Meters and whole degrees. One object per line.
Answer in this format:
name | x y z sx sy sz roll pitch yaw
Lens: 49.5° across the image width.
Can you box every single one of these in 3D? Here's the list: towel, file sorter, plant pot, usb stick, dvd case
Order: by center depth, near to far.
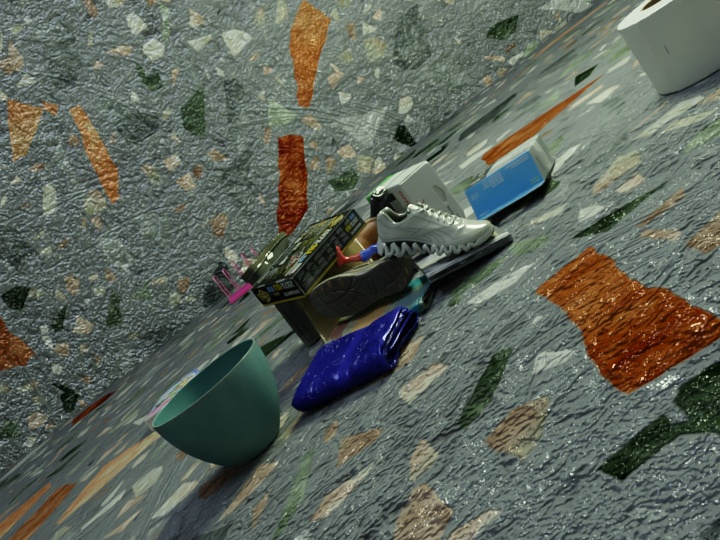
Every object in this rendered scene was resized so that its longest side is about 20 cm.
towel | -0.012 0.131 1.186 0.199 0.050 0.148 -32 11 33
plant pot | -0.201 0.221 1.207 0.199 0.135 0.200 -37 11 8
towel | 0.038 0.065 1.311 0.199 0.022 0.147 -25 14 25
dvd case | 0.166 -0.036 1.319 0.148 0.016 0.200 -28 11 1
usb stick | 0.039 -0.080 1.618 0.032 0.202 0.056 16 42 20
file sorter | -0.469 0.013 3.074 0.199 0.126 0.139 -39 10 -3

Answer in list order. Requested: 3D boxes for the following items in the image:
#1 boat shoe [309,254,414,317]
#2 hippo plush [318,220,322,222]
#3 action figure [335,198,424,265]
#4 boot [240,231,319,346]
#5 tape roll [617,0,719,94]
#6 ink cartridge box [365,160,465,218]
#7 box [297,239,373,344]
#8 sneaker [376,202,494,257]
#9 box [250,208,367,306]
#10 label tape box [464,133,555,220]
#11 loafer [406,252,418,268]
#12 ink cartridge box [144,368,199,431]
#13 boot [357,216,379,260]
boat shoe | 0.007 0.027 1.351 0.198 0.075 0.073 -18 7 21
hippo plush | -0.060 0.005 1.759 0.161 0.158 0.201 -52 46 27
action figure | 0.053 -0.069 1.377 0.197 0.100 0.065 -7 4 -1
boot | -0.134 0.035 1.596 0.073 0.199 0.182 -45 8 43
tape roll | 0.560 -0.417 1.325 0.202 0.140 0.203 -36 10 7
ink cartridge box | 0.112 -0.134 1.630 0.083 0.147 0.200 -41 9 -17
box | -0.040 0.032 1.477 0.163 0.021 0.200 -39 47 3
sneaker | 0.116 -0.069 1.264 0.198 0.082 0.075 -3 19 20
box | -0.098 -0.024 1.464 0.159 0.049 0.200 -13 32 52
label tape box | 0.268 -0.167 1.423 0.143 0.066 0.200 -32 5 29
loafer | 0.090 -0.056 1.557 0.071 0.064 0.200 -6 16 -1
ink cartridge box | -0.465 0.319 1.979 0.119 0.042 0.200 -36 9 12
boot | 0.000 0.000 1.532 0.200 0.076 0.156 -50 20 12
